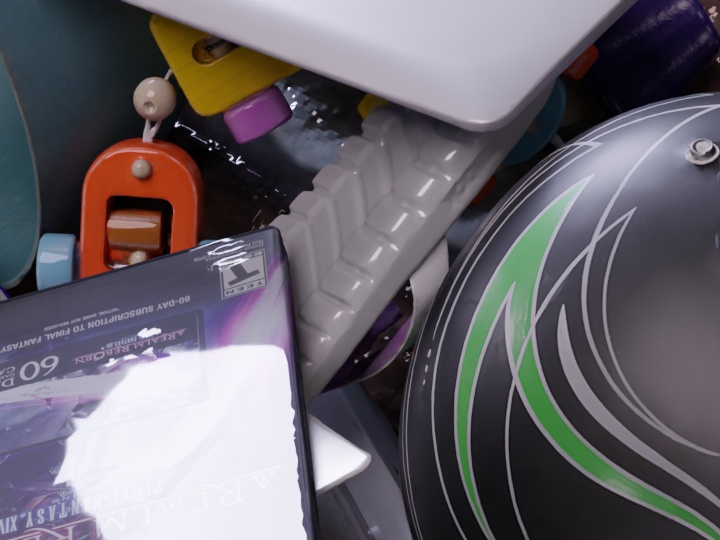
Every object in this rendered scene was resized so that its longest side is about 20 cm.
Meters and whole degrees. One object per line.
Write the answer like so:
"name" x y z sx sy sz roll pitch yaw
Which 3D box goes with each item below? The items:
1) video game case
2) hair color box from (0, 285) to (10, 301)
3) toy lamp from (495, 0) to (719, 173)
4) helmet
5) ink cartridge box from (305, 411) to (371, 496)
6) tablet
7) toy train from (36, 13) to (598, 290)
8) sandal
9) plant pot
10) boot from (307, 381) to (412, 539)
"video game case" -0.085 0.061 0.876 0.142 0.019 0.200 -15 31 4
"hair color box" -0.196 0.084 1.048 0.200 0.065 0.109 -48 57 10
"toy lamp" 0.039 -0.040 1.058 0.200 0.058 0.058 -35 58 2
"helmet" 0.107 0.048 0.911 0.200 0.200 0.191 -35 66 0
"ink cartridge box" -0.095 0.111 0.886 0.200 0.068 0.117 -30 32 -21
"tablet" -0.005 -0.110 0.972 0.199 0.014 0.130 22 46 28
"toy train" -0.013 -0.041 1.019 0.199 0.056 0.151 -1 101 4
"sandal" 0.002 0.004 0.966 0.203 0.050 0.083 -48 31 12
"plant pot" -0.128 -0.111 1.095 0.135 0.201 0.200 -32 54 -28
"boot" -0.008 0.122 0.992 0.095 0.074 0.200 -36 49 7
